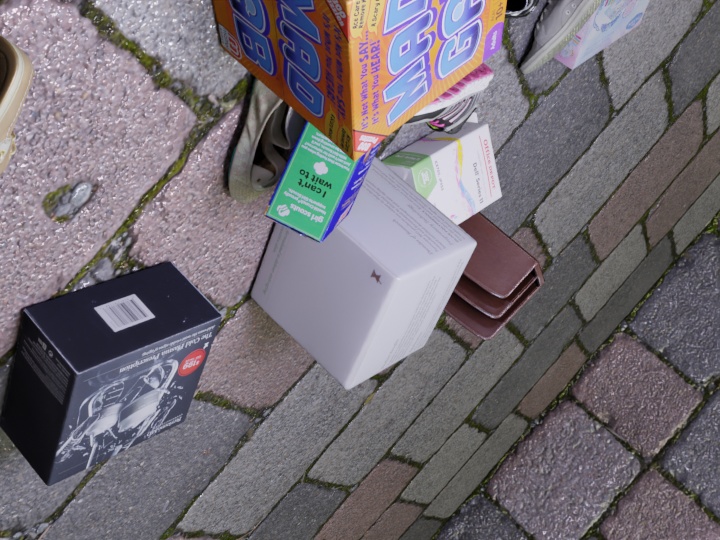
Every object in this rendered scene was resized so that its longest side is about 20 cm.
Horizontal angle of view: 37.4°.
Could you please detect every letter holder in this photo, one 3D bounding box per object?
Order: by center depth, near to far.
[{"bbox_3d":[0.160,-0.009,1.638,0.142,0.200,0.101,-46,157,-3],"label":"letter holder"}]

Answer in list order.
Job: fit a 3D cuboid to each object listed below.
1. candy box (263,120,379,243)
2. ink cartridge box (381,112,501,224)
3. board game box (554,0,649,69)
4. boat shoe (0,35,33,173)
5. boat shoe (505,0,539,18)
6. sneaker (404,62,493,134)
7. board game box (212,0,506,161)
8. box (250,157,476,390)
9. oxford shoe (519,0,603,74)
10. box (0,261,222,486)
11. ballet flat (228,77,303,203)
[{"bbox_3d":[-0.019,-0.147,1.173,0.169,0.077,0.201,-57,172,-74],"label":"candy box"},{"bbox_3d":[0.130,-0.136,1.499,0.199,0.067,0.118,-33,120,-33],"label":"ink cartridge box"},{"bbox_3d":[0.383,-0.422,1.576,0.200,0.043,0.200,-36,153,-36],"label":"board game box"},{"bbox_3d":[-0.314,-0.101,0.847,0.200,0.074,0.066,-47,162,22],"label":"boat shoe"},{"bbox_3d":[0.182,-0.342,1.334,0.072,0.068,0.200,-52,160,20],"label":"boat shoe"},{"bbox_3d":[0.098,-0.212,1.378,0.199,0.074,0.088,-31,146,-44],"label":"sneaker"},{"bbox_3d":[-0.003,-0.270,0.958,0.200,0.200,0.200,-39,156,-20],"label":"board game box"},{"bbox_3d":[0.000,0.000,1.377,0.171,0.200,0.200,-25,148,-46],"label":"box"},{"bbox_3d":[0.283,-0.356,1.508,0.075,0.058,0.200,-38,170,-40],"label":"oxford shoe"},{"bbox_3d":[-0.278,0.112,1.186,0.199,0.104,0.183,-22,147,-45],"label":"box"},{"bbox_3d":[-0.101,-0.137,1.163,0.067,0.062,0.201,-29,150,-37],"label":"ballet flat"}]
